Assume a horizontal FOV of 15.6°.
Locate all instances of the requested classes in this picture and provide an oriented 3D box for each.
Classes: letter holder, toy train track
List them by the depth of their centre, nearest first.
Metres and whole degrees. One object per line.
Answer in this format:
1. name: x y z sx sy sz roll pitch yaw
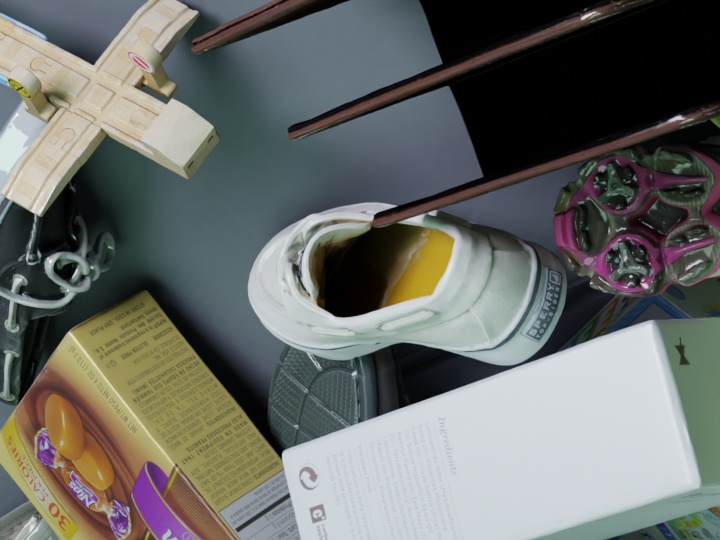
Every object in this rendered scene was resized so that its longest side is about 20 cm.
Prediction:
1. letter holder: 0.048 -0.079 0.970 0.200 0.142 0.101 -17 94 53
2. toy train track: -0.148 -0.097 1.131 0.200 0.115 0.033 28 161 26

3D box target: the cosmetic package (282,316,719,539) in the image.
1. cosmetic package: 0.077 0.081 1.107 0.200 0.101 0.071 -22 76 36

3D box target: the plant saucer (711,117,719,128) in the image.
1. plant saucer: 0.157 -0.136 0.950 0.200 0.031 0.201 38 139 42

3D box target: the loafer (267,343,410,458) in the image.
1. loafer: -0.004 0.093 1.250 0.072 0.063 0.200 39 136 35

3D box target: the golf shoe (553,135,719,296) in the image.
1. golf shoe: 0.182 -0.030 1.049 0.199 0.092 0.073 0 97 27

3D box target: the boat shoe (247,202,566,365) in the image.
1. boat shoe: 0.000 0.000 1.110 0.070 0.071 0.200 25 172 -33

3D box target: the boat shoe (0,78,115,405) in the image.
1. boat shoe: -0.152 -0.008 1.214 0.068 0.074 0.200 28 129 1

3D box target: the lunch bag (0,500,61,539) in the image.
1. lunch bag: -0.155 0.214 1.365 0.164 0.118 0.200 44 125 -12

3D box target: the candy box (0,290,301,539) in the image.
1. candy box: -0.080 0.123 1.250 0.200 0.056 0.117 52 138 10

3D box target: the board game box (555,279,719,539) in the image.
1. board game box: 0.173 0.093 1.176 0.200 0.034 0.134 37 132 -7
